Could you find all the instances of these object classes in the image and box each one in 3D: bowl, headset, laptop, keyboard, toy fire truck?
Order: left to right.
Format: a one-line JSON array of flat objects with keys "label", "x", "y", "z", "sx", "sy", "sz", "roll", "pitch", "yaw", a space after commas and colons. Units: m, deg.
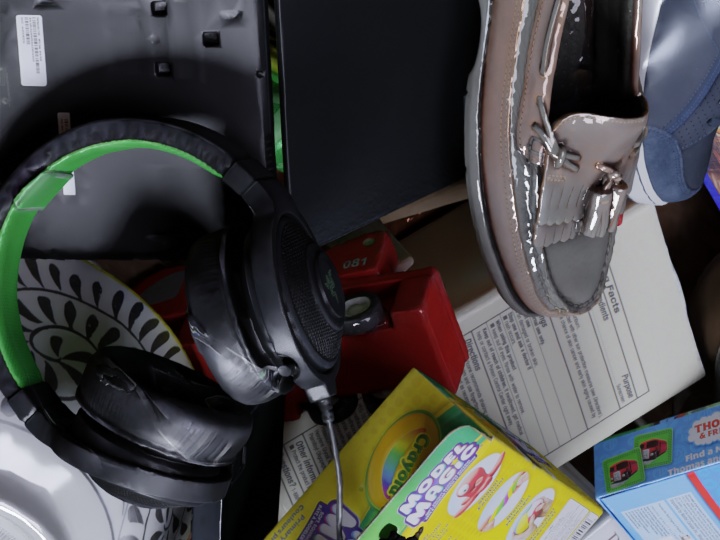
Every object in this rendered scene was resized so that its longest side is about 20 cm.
[{"label": "bowl", "x": -0.153, "y": 0.094, "z": 1.110, "sx": 0.200, "sy": 0.094, "sz": 0.201, "roll": -3, "pitch": 121, "yaw": -5}, {"label": "keyboard", "x": -0.065, "y": 0.138, "z": 1.134, "sx": 0.039, "sy": 0.104, "sz": 0.201, "roll": 11, "pitch": 117, "yaw": 14}, {"label": "headset", "x": -0.055, "y": 0.036, "z": 1.021, "sx": 0.200, "sy": 0.094, "sz": 0.124, "roll": 46, "pitch": 104, "yaw": 7}, {"label": "laptop", "x": -0.053, "y": -0.103, "z": 1.081, "sx": 0.199, "sy": 0.103, "sz": 0.178, "roll": 1, "pitch": 115, "yaw": 7}, {"label": "toy fire truck", "x": 0.000, "y": 0.000, "z": 1.187, "sx": 0.199, "sy": 0.141, "sz": 0.049, "roll": -9, "pitch": 123, "yaw": 20}]

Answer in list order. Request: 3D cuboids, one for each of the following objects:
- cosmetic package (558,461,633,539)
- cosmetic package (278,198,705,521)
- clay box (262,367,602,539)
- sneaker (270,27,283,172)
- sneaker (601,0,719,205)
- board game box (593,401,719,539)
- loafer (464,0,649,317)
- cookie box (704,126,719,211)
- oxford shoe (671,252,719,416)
[{"label": "cosmetic package", "x": 0.049, "y": 0.186, "z": 1.322, "sx": 0.200, "sy": 0.074, "sz": 0.102, "roll": -42, "pitch": 126, "yaw": -4}, {"label": "cosmetic package", "x": 0.038, "y": 0.042, "z": 1.247, "sx": 0.200, "sy": 0.071, "sz": 0.105, "roll": -29, "pitch": 125, "yaw": -14}, {"label": "clay box", "x": 0.020, "y": 0.106, "z": 1.140, "sx": 0.115, "sy": 0.048, "sz": 0.200, "roll": -49, "pitch": 156, "yaw": 1}, {"label": "sneaker", "x": -0.070, "y": -0.063, "z": 1.140, "sx": 0.199, "sy": 0.074, "sz": 0.084, "roll": 21, "pitch": 103, "yaw": -24}, {"label": "sneaker", "x": 0.173, "y": -0.091, "z": 1.133, "sx": 0.203, "sy": 0.146, "sz": 0.077, "roll": 92, "pitch": 20, "yaw": -43}, {"label": "board game box", "x": 0.223, "y": 0.097, "z": 1.272, "sx": 0.199, "sy": 0.037, "sz": 0.151, "roll": -18, "pitch": 136, "yaw": 23}, {"label": "loafer", "x": 0.079, "y": -0.073, "z": 1.103, "sx": 0.072, "sy": 0.063, "sz": 0.201, "roll": -25, "pitch": 118, "yaw": -46}, {"label": "cookie box", "x": 0.241, "y": -0.035, "z": 1.256, "sx": 0.075, "sy": 0.171, "sz": 0.200, "roll": -57, "pitch": 131, "yaw": -28}, {"label": "oxford shoe", "x": 0.173, "y": 0.066, "z": 1.335, "sx": 0.072, "sy": 0.085, "sz": 0.200, "roll": -9, "pitch": 138, "yaw": -15}]
